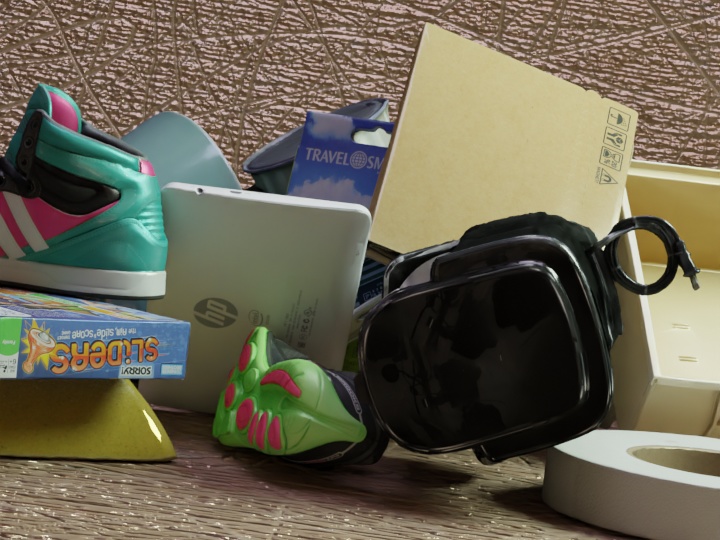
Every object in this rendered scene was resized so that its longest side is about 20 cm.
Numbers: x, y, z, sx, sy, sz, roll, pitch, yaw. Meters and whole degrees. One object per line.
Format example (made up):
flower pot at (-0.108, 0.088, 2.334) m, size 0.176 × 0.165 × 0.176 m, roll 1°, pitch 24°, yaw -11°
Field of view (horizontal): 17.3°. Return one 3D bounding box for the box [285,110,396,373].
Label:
box at (0.000, 0.000, 1.595) m, size 0.122 × 0.201 × 0.048 m, roll 9°, pitch -10°, yaw 23°

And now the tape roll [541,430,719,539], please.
tape roll at (0.204, 0.127, 1.365) m, size 0.202 × 0.037 × 0.203 m, roll 6°, pitch 4°, yaw 0°

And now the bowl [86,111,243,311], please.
bowl at (-0.156, -0.003, 1.670) m, size 0.105 × 0.201 × 0.201 m, roll -18°, pitch 17°, yaw -29°

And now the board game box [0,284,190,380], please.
board game box at (-0.211, 0.030, 1.351) m, size 0.135 × 0.035 × 0.200 m, roll 3°, pitch 5°, yaw -42°

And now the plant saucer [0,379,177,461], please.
plant saucer at (-0.231, 0.068, 1.389) m, size 0.199 × 0.049 × 0.200 m, roll 4°, pitch 5°, yaw -28°

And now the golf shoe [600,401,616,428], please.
golf shoe at (0.124, 0.083, 1.709) m, size 0.088 × 0.077 × 0.200 m, roll 31°, pitch -1°, yaw -9°

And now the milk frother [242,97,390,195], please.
milk frother at (-0.002, -0.001, 1.686) m, size 0.180 × 0.189 × 0.200 m, roll -31°, pitch 15°, yaw -21°

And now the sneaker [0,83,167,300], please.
sneaker at (-0.208, -0.052, 1.406) m, size 0.199 × 0.121 × 0.084 m, roll 7°, pitch 3°, yaw 4°

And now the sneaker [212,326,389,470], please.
sneaker at (-0.034, 0.086, 1.408) m, size 0.084 × 0.077 × 0.200 m, roll 24°, pitch 2°, yaw -16°

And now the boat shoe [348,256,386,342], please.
boat shoe at (-0.041, 0.028, 1.544) m, size 0.200 × 0.072 × 0.062 m, roll -28°, pitch -21°, yaw 13°

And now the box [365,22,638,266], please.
box at (0.094, -0.059, 1.543) m, size 0.163 × 0.200 × 0.021 m, roll 22°, pitch -39°, yaw -8°

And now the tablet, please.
tablet at (-0.070, 0.025, 1.482) m, size 0.130 × 0.200 × 0.014 m, roll 7°, pitch 45°, yaw -4°

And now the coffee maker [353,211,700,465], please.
coffee maker at (0.095, 0.023, 1.365) m, size 0.135 × 0.192 × 0.200 m, roll 51°, pitch 7°, yaw -2°

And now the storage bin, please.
storage bin at (0.264, 0.036, 1.590) m, size 0.198 × 0.094 × 0.200 m, roll 6°, pitch 45°, yaw -11°
